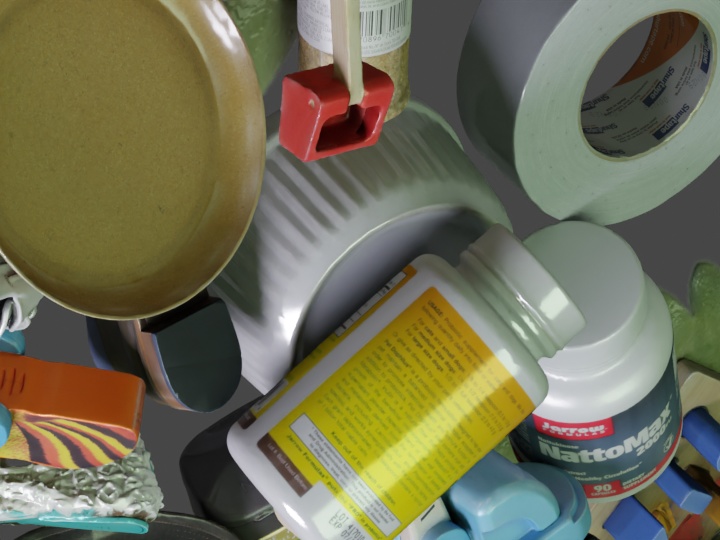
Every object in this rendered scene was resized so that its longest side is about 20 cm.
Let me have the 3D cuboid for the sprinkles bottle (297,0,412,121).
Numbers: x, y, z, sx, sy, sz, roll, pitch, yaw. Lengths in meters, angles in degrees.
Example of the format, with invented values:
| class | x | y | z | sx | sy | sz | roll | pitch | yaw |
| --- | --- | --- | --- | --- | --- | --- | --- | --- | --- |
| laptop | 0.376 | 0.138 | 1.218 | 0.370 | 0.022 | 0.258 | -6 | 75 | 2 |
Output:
| class | x | y | z | sx | sy | sz | roll | pitch | yaw |
| --- | --- | --- | --- | --- | --- | --- | --- | --- | --- |
| sprinkles bottle | -0.003 | -0.177 | 1.413 | 0.068 | 0.068 | 0.201 | -19 | 133 | -25 |

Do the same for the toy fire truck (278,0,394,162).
| class | x | y | z | sx | sy | sz | roll | pitch | yaw |
| --- | --- | --- | --- | --- | --- | --- | --- | --- | --- |
| toy fire truck | -0.034 | -0.175 | 1.332 | 0.048 | 0.141 | 0.201 | -16 | 130 | -30 |

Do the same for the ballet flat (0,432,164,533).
| class | x | y | z | sx | sy | sz | roll | pitch | yaw |
| --- | --- | --- | --- | --- | --- | --- | --- | --- | --- |
| ballet flat | -0.213 | 0.121 | 1.480 | 0.198 | 0.072 | 0.072 | -1 | 127 | -7 |

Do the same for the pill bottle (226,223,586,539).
| class | x | y | z | sx | sy | sz | roll | pitch | yaw |
| --- | --- | --- | --- | --- | --- | --- | --- | --- | --- |
| pill bottle | 0.029 | 0.068 | 1.447 | 0.200 | 0.109 | 0.109 | -42 | 138 | -2 |

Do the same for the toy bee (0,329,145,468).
| class | x | y | z | sx | sy | sz | roll | pitch | yaw |
| --- | --- | --- | --- | --- | --- | --- | --- | --- | --- |
| toy bee | -0.223 | 0.068 | 1.426 | 0.131 | 0.199 | 0.109 | -58 | -178 | -36 |

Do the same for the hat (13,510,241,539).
| class | x | y | z | sx | sy | sz | roll | pitch | yaw |
| --- | --- | --- | --- | --- | --- | --- | --- | --- | --- |
| hat | -0.162 | 0.202 | 1.584 | 0.199 | 0.081 | 0.202 | -9 | 123 | -13 |

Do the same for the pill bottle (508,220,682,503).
| class | x | y | z | sx | sy | sz | roll | pitch | yaw |
| --- | --- | --- | --- | --- | --- | --- | --- | --- | --- |
| pill bottle | 0.143 | 0.057 | 1.647 | 0.119 | 0.120 | 0.200 | -35 | 151 | -9 |

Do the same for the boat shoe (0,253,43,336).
| class | x | y | z | sx | sy | sz | roll | pitch | yaw |
| --- | --- | --- | --- | --- | --- | --- | --- | --- | --- |
| boat shoe | -0.204 | 0.008 | 1.356 | 0.073 | 0.066 | 0.200 | -18 | 175 | 27 |

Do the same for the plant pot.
| class | x | y | z | sx | sy | sz | roll | pitch | yaw |
| --- | --- | --- | --- | --- | --- | --- | --- | --- | --- |
| plant pot | -0.134 | -0.074 | 1.359 | 0.199 | 0.027 | 0.202 | 3 | 85 | -41 |

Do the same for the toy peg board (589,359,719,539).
| class | x | y | z | sx | sy | sz | roll | pitch | yaw |
| --- | --- | --- | --- | --- | --- | --- | --- | --- | --- |
| toy peg board | 0.261 | 0.193 | 1.895 | 0.199 | 0.098 | 0.201 | 23 | 107 | -46 |

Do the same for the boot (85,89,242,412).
| class | x | y | z | sx | sy | sz | roll | pitch | yaw |
| --- | --- | --- | --- | --- | --- | --- | --- | --- | --- |
| boot | -0.133 | -0.018 | 1.441 | 0.074 | 0.097 | 0.202 | -18 | 102 | -37 |

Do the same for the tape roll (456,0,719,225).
| class | x | y | z | sx | sy | sz | roll | pitch | yaw |
| --- | --- | --- | --- | --- | --- | --- | --- | --- | --- |
| tape roll | 0.158 | -0.129 | 1.581 | 0.199 | 0.066 | 0.201 | -21 | 134 | -24 |

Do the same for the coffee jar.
| class | x | y | z | sx | sy | sz | roll | pitch | yaw |
| --- | --- | --- | --- | --- | --- | --- | --- | --- | --- |
| coffee jar | -0.041 | 0.166 | 1.645 | 0.104 | 0.085 | 0.201 | -30 | 137 | -6 |

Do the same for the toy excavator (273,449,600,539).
| class | x | y | z | sx | sy | sz | roll | pitch | yaw |
| --- | --- | --- | --- | --- | --- | --- | --- | --- | --- |
| toy excavator | 0.049 | 0.153 | 1.596 | 0.194 | 0.100 | 0.201 | -33 | 126 | -21 |

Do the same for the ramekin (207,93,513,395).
| class | x | y | z | sx | sy | sz | roll | pitch | yaw |
| --- | --- | --- | --- | --- | --- | --- | --- | --- | --- |
| ramekin | 0.000 | 0.000 | 1.530 | 0.199 | 0.105 | 0.201 | -21 | 133 | -24 |
